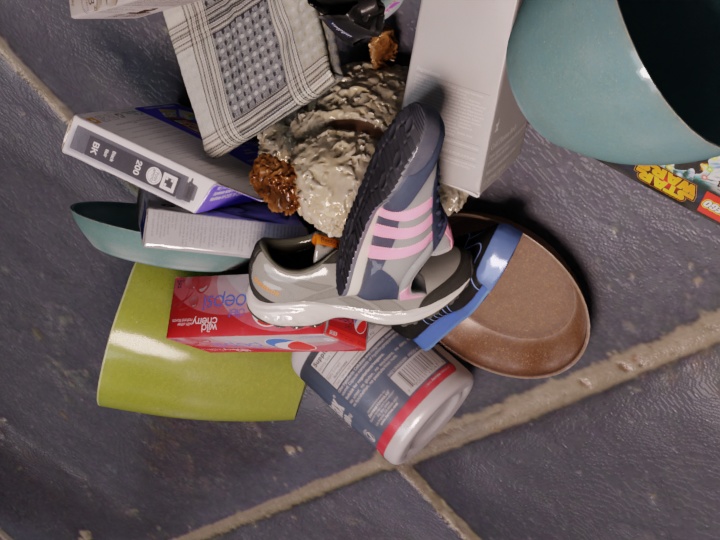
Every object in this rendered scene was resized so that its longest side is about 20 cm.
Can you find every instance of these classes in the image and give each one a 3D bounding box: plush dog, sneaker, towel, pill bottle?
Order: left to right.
[{"bbox_3d":[-0.101,-0.220,1.564,0.192,0.034,0.201,-25,75,48],"label":"towel"},{"bbox_3d":[0.000,0.000,1.570,0.199,0.074,0.080,-5,130,-4],"label":"sneaker"},{"bbox_3d":[0.001,-0.098,1.557,0.199,0.172,0.161,13,137,2],"label":"plush dog"},{"bbox_3d":[0.002,0.083,1.799,0.200,0.119,0.120,42,143,14],"label":"pill bottle"},{"bbox_3d":[0.043,-0.052,1.449,0.082,0.070,0.200,9,137,-16],"label":"sneaker"},{"bbox_3d":[0.072,0.005,1.661,0.078,0.070,0.200,34,142,-6],"label":"sneaker"}]

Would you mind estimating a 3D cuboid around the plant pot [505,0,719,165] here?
[{"bbox_3d":[0.187,-0.160,1.345,0.134,0.200,0.200,-23,114,38],"label":"plant pot"}]

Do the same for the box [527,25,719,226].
[{"bbox_3d":[0.240,-0.131,1.478,0.199,0.040,0.137,29,142,9],"label":"box"}]

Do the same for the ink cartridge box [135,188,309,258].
[{"bbox_3d":[-0.106,-0.043,1.696,0.199,0.200,0.041,8,99,-11],"label":"ink cartridge box"}]

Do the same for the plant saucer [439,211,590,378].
[{"bbox_3d":[0.129,0.016,1.713,0.200,0.037,0.201,21,139,19],"label":"plant saucer"}]

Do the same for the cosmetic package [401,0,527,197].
[{"bbox_3d":[0.094,-0.176,1.447,0.090,0.107,0.201,23,123,16],"label":"cosmetic package"}]

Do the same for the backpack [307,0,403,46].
[{"bbox_3d":[-0.012,-0.257,1.395,0.167,0.127,0.200,41,-178,8],"label":"backpack"}]

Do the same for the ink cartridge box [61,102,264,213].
[{"bbox_3d":[-0.139,-0.095,1.674,0.199,0.198,0.044,24,106,18],"label":"ink cartridge box"}]

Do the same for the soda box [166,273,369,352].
[{"bbox_3d":[-0.088,0.041,1.731,0.199,0.064,0.070,-4,163,38],"label":"soda box"}]

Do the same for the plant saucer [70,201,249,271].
[{"bbox_3d":[-0.186,-0.031,1.783,0.199,0.200,0.036,14,100,25],"label":"plant saucer"}]

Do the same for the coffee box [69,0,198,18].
[{"bbox_3d":[-0.162,-0.285,1.542,0.199,0.080,0.115,-7,91,45],"label":"coffee box"}]

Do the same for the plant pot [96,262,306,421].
[{"bbox_3d":[-0.148,0.079,1.893,0.199,0.188,0.187,17,140,1],"label":"plant pot"}]
